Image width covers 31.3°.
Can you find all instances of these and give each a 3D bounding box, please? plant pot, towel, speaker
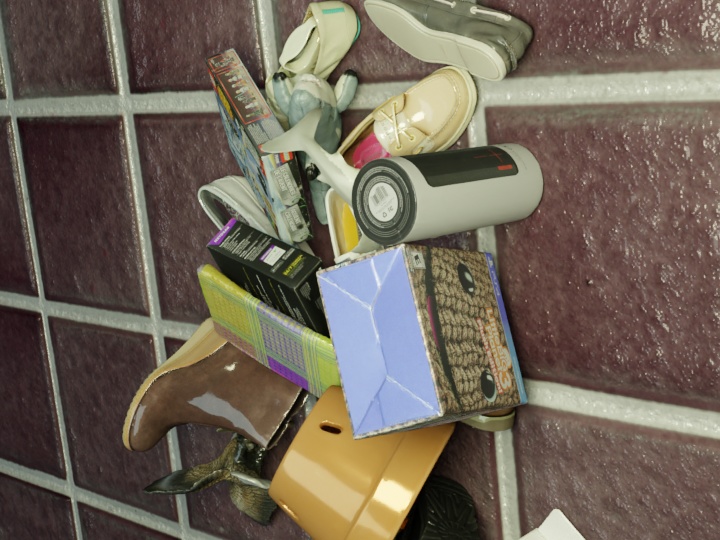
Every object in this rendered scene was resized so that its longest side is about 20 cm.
[{"bbox_3d":[-0.005,0.214,1.375,0.140,0.200,0.200,31,127,7],"label":"plant pot"},{"bbox_3d":[-0.098,0.073,1.442,0.200,0.023,0.144,30,153,21],"label":"towel"},{"bbox_3d":[0.086,-0.074,1.218,0.081,0.200,0.082,10,104,42],"label":"speaker"}]

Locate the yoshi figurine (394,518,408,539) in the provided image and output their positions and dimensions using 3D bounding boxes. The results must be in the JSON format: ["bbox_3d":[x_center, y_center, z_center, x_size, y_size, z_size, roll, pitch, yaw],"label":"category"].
[{"bbox_3d":[-0.025,0.321,1.530,0.113,0.112,0.200,57,132,27],"label":"yoshi figurine"}]

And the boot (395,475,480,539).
[{"bbox_3d":[0.068,0.340,1.385,0.079,0.211,0.158,24,116,-6],"label":"boot"}]

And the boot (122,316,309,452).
[{"bbox_3d":[-0.173,0.165,1.524,0.166,0.072,0.200,34,82,27],"label":"boot"}]

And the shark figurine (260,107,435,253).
[{"bbox_3d":[0.000,-0.065,1.280,0.214,0.128,0.090,29,117,-15],"label":"shark figurine"}]

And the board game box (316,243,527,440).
[{"bbox_3d":[0.063,0.067,1.233,0.097,0.200,0.160,-18,80,27],"label":"board game box"}]

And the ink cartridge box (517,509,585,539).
[{"bbox_3d":[0.176,0.358,1.356,0.115,0.068,0.200,49,132,24],"label":"ink cartridge box"}]

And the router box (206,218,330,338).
[{"bbox_3d":[-0.076,0.044,1.461,0.149,0.051,0.200,25,153,38],"label":"router box"}]

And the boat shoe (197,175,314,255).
[{"bbox_3d":[-0.124,-0.037,1.544,0.200,0.068,0.072,55,134,18],"label":"boat shoe"}]

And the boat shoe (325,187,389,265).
[{"bbox_3d":[0.000,0.000,1.387,0.071,0.070,0.201,-23,68,37],"label":"boat shoe"}]

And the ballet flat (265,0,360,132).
[{"bbox_3d":[-0.071,-0.221,1.434,0.070,0.069,0.200,52,134,21],"label":"ballet flat"}]

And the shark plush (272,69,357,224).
[{"bbox_3d":[-0.060,-0.134,1.407,0.083,0.091,0.200,-88,7,-47],"label":"shark plush"}]

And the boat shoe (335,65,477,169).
[{"bbox_3d":[0.041,-0.143,1.338,0.200,0.069,0.074,-40,74,46],"label":"boat shoe"}]

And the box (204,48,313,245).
[{"bbox_3d":[-0.114,-0.139,1.441,0.137,0.040,0.200,78,166,-46],"label":"box"}]

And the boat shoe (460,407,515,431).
[{"bbox_3d":[0.084,0.106,1.380,0.200,0.072,0.068,16,110,32],"label":"boat shoe"}]

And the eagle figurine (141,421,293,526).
[{"bbox_3d":[-0.168,0.257,1.649,0.152,0.151,0.200,43,120,16],"label":"eagle figurine"}]

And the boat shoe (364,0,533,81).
[{"bbox_3d":[0.088,-0.242,1.279,0.200,0.057,0.067,32,159,40],"label":"boat shoe"}]
